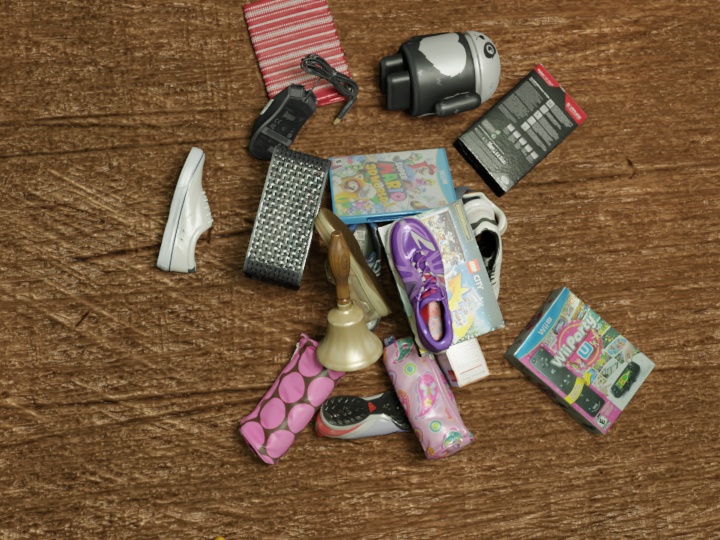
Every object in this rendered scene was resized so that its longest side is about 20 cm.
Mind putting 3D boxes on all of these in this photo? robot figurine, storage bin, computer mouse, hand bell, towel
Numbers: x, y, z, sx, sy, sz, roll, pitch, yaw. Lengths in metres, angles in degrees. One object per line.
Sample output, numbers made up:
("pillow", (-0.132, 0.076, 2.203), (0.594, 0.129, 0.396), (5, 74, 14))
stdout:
("robot figurine", (0.132, -0.324, 1.376), (0.197, 0.125, 0.152), (-11, 93, -7))
("storage bin", (-0.115, -0.079, 1.320), (0.093, 0.135, 0.203), (14, 83, -5))
("computer mouse", (-0.095, -0.260, 1.375), (0.201, 0.139, 0.046), (-52, 49, 22))
("hand bell", (-0.024, 0.035, 1.222), (0.103, 0.104, 0.202), (-9, 120, -7))
("towel", (-0.104, -0.368, 1.408), (0.143, 0.022, 0.203), (-17, 85, -5))

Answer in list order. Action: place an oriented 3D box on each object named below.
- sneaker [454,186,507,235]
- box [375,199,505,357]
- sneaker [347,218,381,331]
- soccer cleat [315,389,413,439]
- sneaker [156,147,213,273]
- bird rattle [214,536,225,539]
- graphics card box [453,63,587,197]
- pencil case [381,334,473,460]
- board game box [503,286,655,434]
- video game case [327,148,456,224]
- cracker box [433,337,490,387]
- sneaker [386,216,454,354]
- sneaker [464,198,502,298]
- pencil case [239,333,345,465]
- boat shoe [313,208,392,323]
("sneaker", (0.150, -0.106, 1.383), (0.197, 0.079, 0.079), (16, 84, -3))
("box", (0.119, 0.011, 1.252), (0.135, 0.038, 0.202), (-18, 87, -6))
("sneaker", (0.000, 0.000, 1.352), (0.076, 0.085, 0.203), (-4, 86, -7))
("soccer cleat", (0.022, 0.238, 1.350), (0.197, 0.073, 0.069), (2, 55, -22))
("sneaker", (-0.271, -0.094, 1.346), (0.070, 0.073, 0.203), (14, 92, -14))
("bird rattle", (-0.213, 0.506, 1.278), (0.200, 0.113, 0.164), (40, 66, -4))
("graphics card box", (0.270, -0.237, 1.421), (0.200, 0.051, 0.126), (-43, 91, -9))
("pencil case", (0.103, 0.193, 1.318), (0.086, 0.088, 0.202), (-20, 69, -8))
("board game box", (0.361, 0.149, 1.389), (0.199, 0.064, 0.148), (40, 82, 0))
("video game case", (0.050, -0.138, 1.359), (0.197, 0.018, 0.144), (-5, 49, -3))
("cracker box", (0.132, 0.081, 1.334), (0.057, 0.134, 0.202), (-20, 88, -7))
("sneaker", (0.096, 0.018, 1.189), (0.080, 0.083, 0.202), (-18, 86, -5))
("sneaker", (0.191, -0.010, 1.338), (0.073, 0.080, 0.202), (-12, 125, -1))
("pencil case", (-0.111, 0.202, 1.321), (0.093, 0.091, 0.201), (37, 84, 5))
("boat shoe", (-0.023, -0.001, 1.275), (0.064, 0.071, 0.201), (-26, 112, 14))
